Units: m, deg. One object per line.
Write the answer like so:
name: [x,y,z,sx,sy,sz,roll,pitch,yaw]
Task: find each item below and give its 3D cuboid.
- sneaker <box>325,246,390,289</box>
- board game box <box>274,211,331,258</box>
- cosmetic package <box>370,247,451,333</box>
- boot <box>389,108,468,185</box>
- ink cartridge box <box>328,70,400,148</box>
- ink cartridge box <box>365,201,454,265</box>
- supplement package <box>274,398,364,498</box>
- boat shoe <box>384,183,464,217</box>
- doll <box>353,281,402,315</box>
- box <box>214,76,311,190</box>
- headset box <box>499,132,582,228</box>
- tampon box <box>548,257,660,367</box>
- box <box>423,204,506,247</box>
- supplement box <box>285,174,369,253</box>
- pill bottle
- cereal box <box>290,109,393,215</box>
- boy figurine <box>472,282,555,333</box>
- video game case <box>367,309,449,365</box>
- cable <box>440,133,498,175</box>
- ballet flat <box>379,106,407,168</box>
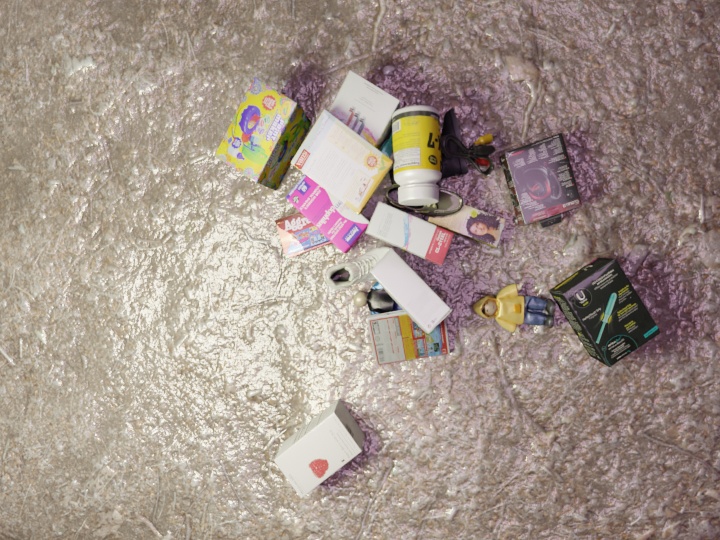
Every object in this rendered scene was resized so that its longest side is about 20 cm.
sneaker: [0.000,0.000,1.336,0.195,0.099,0.080,-25,91,5]
board game box: [-0.116,-0.112,1.381,0.194,0.019,0.106,-18,90,5]
cosmetic package: [0.116,0.050,1.259,0.081,0.113,0.200,-43,84,0]
boot: [0.159,-0.299,1.334,0.194,0.066,0.170,-13,84,13]
ink cartridge box: [-0.009,-0.342,1.298,0.142,0.145,0.203,31,95,2]
ink cartridge box: [0.119,-0.090,1.299,0.195,0.146,0.085,23,95,2]
supplement package: [-0.101,0.450,1.356,0.198,0.120,0.122,-39,91,5]
boat shoe: [0.154,-0.171,1.287,0.195,0.060,0.075,8,92,8]
doll: [0.077,0.088,1.361,0.193,0.048,0.141,9,95,4]
box: [-0.229,-0.322,1.292,0.120,0.193,0.204,30,94,2]
headset box: [0.443,-0.210,1.304,0.144,0.075,0.206,-18,91,5]
tampon box: [0.583,0.096,1.283,0.148,0.126,0.203,-33,89,5]
box: [0.259,-0.126,1.336,0.194,0.050,0.077,19,93,4]
supplement box: [-0.077,-0.147,1.316,0.199,0.103,0.102,42,94,-1]
pill bottle: [0.129,-0.257,1.210,0.110,0.114,0.207,-2,88,4]
cereal box: [-0.042,-0.246,1.213,0.198,0.040,0.145,37,96,2]
boy figurine: [0.382,0.091,1.331,0.193,0.064,0.129,8,96,1]
video game case: [0.123,0.164,1.349,0.193,0.018,0.147,-9,116,5]
cable: [0.261,-0.281,1.285,0.195,0.050,0.100,-7,107,-29]
ballet flat: [0.091,-0.301,1.288,0.069,0.067,0.204,26,82,16]
